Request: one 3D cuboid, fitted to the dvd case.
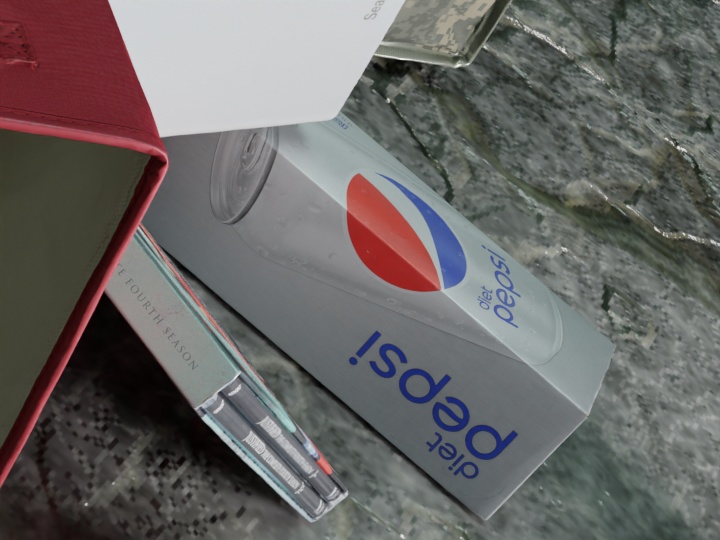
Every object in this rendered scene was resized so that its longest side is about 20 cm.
[{"bbox_3d":[-0.068,0.007,0.884,0.146,0.022,0.200,51,-3,16],"label":"dvd case"}]

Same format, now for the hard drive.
[{"bbox_3d":[-0.081,-0.084,0.907,0.199,0.132,0.027,-8,64,-26],"label":"hard drive"}]

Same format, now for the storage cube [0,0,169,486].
[{"bbox_3d":[-0.180,-0.037,0.717,0.170,0.200,0.180,9,39,-32],"label":"storage cube"}]

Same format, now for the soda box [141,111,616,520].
[{"bbox_3d":[0.000,0.000,1.035,0.200,0.068,0.063,41,28,-3],"label":"soda box"}]

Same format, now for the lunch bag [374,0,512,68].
[{"bbox_3d":[-0.028,-0.195,1.230,0.199,0.118,0.164,5,45,-41],"label":"lunch bag"}]
